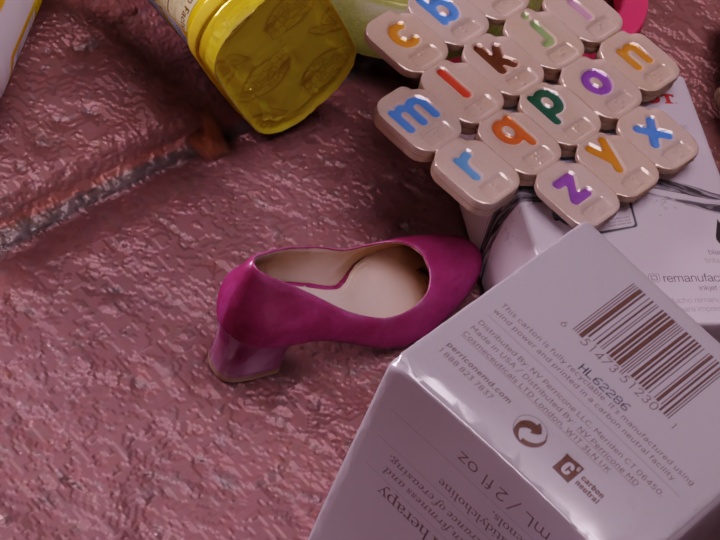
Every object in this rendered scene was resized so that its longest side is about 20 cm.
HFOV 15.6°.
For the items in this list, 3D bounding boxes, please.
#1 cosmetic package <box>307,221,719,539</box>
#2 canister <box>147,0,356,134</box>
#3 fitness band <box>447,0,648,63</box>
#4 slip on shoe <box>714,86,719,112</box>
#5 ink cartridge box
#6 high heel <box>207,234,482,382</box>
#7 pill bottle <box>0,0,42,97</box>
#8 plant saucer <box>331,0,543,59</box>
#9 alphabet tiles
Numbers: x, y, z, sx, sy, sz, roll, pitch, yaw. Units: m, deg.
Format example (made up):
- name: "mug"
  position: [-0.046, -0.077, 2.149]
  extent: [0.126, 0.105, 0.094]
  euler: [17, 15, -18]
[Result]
- name: "cosmetic package"
  position: [0.098, 0.121, 1.412]
  extent: [0.167, 0.200, 0.166]
  euler: [42, 51, 16]
- name: "canister"
  position: [-0.104, -0.196, 1.632]
  extent: [0.086, 0.149, 0.200]
  euler: [-41, 66, -2]
- name: "fitness band"
  position: [0.098, -0.188, 1.772]
  extent: [0.199, 0.037, 0.144]
  euler: [-8, 59, -24]
- name: "slip on shoe"
  position: [0.268, -0.110, 1.755]
  extent: [0.060, 0.076, 0.201]
  euler: [-10, 55, 23]
- name: "ink cartridge box"
  position: [0.150, -0.022, 1.622]
  extent: [0.146, 0.086, 0.201]
  euler: [-1, 54, -19]
- name: "high heel"
  position: [0.000, 0.000, 1.543]
  extent: [0.199, 0.096, 0.067]
  euler: [-15, 59, -29]
- name: "pill bottle"
  position: [-0.249, -0.158, 1.577]
  extent: [0.104, 0.104, 0.201]
  euler: [19, 48, -4]
- name: "plant saucer"
  position: [0.034, -0.224, 1.735]
  extent: [0.199, 0.031, 0.201]
  euler: [1, 55, -2]
- name: "alphabet tiles"
  position: [0.104, -0.108, 1.610]
  extent: [0.196, 0.015, 0.200]
  euler: [42, 52, 18]
